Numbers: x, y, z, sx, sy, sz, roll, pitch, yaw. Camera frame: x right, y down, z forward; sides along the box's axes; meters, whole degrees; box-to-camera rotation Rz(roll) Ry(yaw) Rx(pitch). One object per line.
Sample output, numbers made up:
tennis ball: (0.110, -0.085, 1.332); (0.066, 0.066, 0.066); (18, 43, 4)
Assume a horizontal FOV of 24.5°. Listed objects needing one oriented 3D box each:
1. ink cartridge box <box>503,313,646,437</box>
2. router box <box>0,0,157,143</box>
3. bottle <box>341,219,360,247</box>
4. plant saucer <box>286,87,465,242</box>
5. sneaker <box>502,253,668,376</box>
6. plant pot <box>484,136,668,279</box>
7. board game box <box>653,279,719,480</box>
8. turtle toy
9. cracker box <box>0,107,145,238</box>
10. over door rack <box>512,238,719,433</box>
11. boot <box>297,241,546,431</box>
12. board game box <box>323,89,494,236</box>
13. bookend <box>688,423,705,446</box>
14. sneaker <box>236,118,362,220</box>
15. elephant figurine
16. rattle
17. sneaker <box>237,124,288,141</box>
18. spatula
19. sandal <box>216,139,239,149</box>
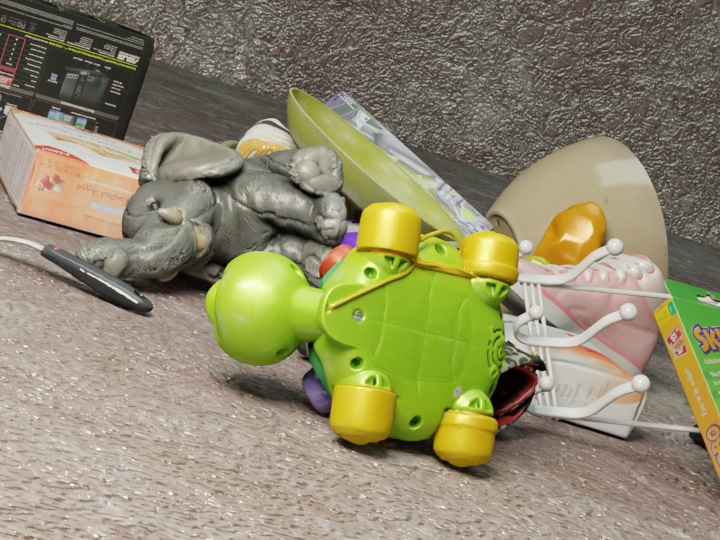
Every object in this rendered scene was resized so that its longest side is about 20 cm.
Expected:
ink cartridge box: (0.106, 0.061, 1.305); (0.200, 0.050, 0.162); (20, 8, -15)
router box: (-0.300, -0.169, 1.496); (0.200, 0.150, 0.062); (14, 10, -33)
bottle: (0.000, 0.000, 1.341); (0.083, 0.066, 0.200); (1, 8, -8)
plant saucer: (0.007, -0.080, 1.422); (0.200, 0.031, 0.200); (41, 9, -8)
sneaker: (0.193, 0.013, 1.443); (0.200, 0.105, 0.075); (34, -6, -31)
plant pot: (0.201, -0.026, 1.686); (0.134, 0.201, 0.200); (-12, 21, -21)
board game box: (0.273, 0.097, 1.179); (0.095, 0.030, 0.200); (14, 48, -34)
turtle toy: (0.005, 0.036, 1.010); (0.200, 0.146, 0.101); (15, -12, -30)
cracker box: (-0.229, -0.078, 1.400); (0.134, 0.058, 0.200); (16, 10, -22)
over door rack: (0.210, 0.054, 1.229); (0.199, 0.067, 0.148); (14, 44, -16)
boot: (0.072, 0.049, 1.174); (0.154, 0.074, 0.203); (27, 28, 33)
board game box: (0.017, -0.071, 1.557); (0.200, 0.032, 0.120); (42, 57, 8)
bookend: (0.373, 0.081, 1.272); (0.092, 0.199, 0.200); (13, 10, -27)
sneaker: (-0.025, -0.063, 1.474); (0.200, 0.076, 0.088); (44, 22, -20)
elephant figurine: (-0.117, -0.041, 1.241); (0.199, 0.142, 0.155); (2, -17, -12)
rattle: (0.146, -0.001, 1.506); (0.200, 0.143, 0.130); (20, 25, -46)
sneaker: (-0.045, -0.058, 1.606); (0.074, 0.087, 0.200); (-28, 60, -33)
spatula: (-0.229, -0.014, 1.125); (0.200, 0.021, 0.057); (22, 7, 10)
sandal: (-0.108, -0.065, 1.495); (0.057, 0.080, 0.201); (-8, 19, 2)
